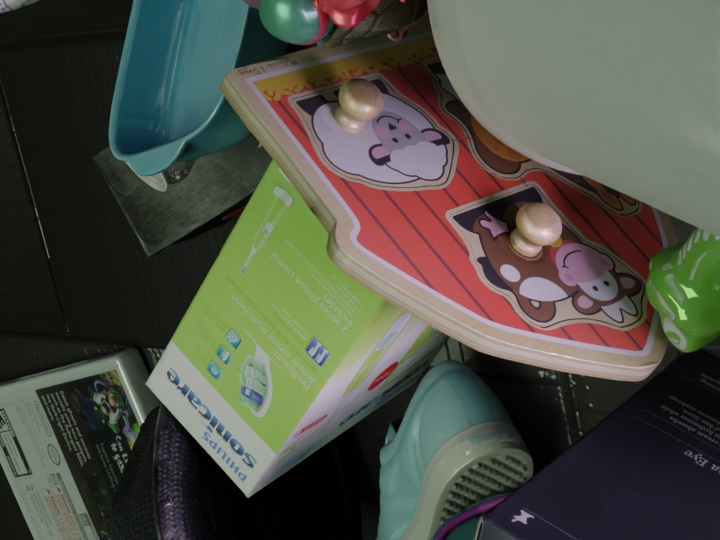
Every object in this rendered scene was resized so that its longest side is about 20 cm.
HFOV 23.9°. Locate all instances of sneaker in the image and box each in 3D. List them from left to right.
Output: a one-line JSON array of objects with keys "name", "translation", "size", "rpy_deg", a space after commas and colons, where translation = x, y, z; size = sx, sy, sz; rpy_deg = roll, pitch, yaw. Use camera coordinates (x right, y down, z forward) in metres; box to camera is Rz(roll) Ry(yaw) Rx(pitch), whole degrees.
[{"name": "sneaker", "translation": [0.041, 0.125, 0.937], "size": [0.200, 0.074, 0.082], "rpy_deg": [113, 146, -44]}]

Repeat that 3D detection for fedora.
[{"name": "fedora", "translation": [-0.081, 0.136, 0.942], "size": [0.091, 0.201, 0.201], "rpy_deg": [-16, 100, 31]}]

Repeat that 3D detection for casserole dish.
[{"name": "casserole dish", "translation": [-0.071, -0.137, 0.849], "size": [0.121, 0.039, 0.201], "rpy_deg": [-12, 65, 52]}]

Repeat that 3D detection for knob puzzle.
[{"name": "knob puzzle", "translation": [0.064, -0.037, 0.728], "size": [0.220, 0.219, 0.030], "rpy_deg": [46, 133, 14]}]

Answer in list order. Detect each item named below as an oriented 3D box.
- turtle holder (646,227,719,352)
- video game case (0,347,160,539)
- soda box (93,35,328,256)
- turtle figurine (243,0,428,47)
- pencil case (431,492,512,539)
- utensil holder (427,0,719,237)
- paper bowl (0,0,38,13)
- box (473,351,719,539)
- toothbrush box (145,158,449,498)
[{"name": "turtle holder", "translation": [0.213, 0.039, 0.663], "size": [0.132, 0.185, 0.141], "rpy_deg": [99, 169, -52]}, {"name": "video game case", "translation": [-0.173, 0.160, 1.164], "size": [0.182, 0.023, 0.200], "rpy_deg": [-15, 99, 45]}, {"name": "soda box", "translation": [-0.057, -0.077, 0.911], "size": [0.200, 0.063, 0.071], "rpy_deg": [-28, 91, 45]}, {"name": "turtle figurine", "translation": [-0.004, -0.145, 0.730], "size": [0.150, 0.200, 0.101], "rpy_deg": [-29, 96, 43]}, {"name": "pencil case", "translation": [0.066, 0.208, 0.903], "size": [0.085, 0.093, 0.200], "rpy_deg": [0, 139, -4]}, {"name": "utensil holder", "translation": [0.139, -0.093, 0.599], "size": [0.200, 0.170, 0.170], "rpy_deg": [-141, 40, -62]}, {"name": "paper bowl", "translation": [-0.195, -0.246, 0.920], "size": [0.200, 0.104, 0.201], "rpy_deg": [19, 122, 34]}, {"name": "box", "translation": [0.171, 0.152, 0.740], "size": [0.200, 0.182, 0.104], "rpy_deg": [30, 128, 28]}, {"name": "toothbrush box", "translation": [0.000, 0.000, 0.842], "size": [0.086, 0.146, 0.200], "rpy_deg": [47, 133, 12]}]
